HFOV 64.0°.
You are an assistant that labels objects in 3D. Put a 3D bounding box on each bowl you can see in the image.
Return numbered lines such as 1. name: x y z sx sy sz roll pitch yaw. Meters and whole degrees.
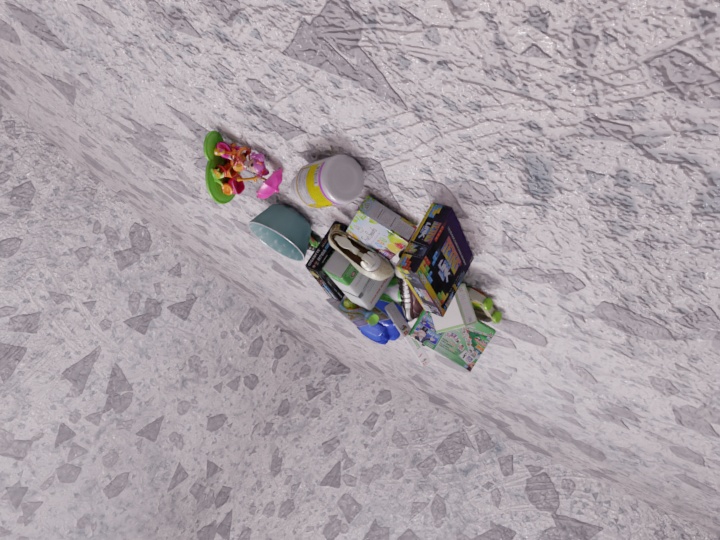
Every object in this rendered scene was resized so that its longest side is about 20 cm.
1. bowl: -0.229 -0.127 1.740 0.200 0.106 0.201 27 163 9

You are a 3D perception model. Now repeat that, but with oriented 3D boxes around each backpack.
1. backpack: 0.070 0.157 1.943 0.162 0.168 0.200 32 169 19

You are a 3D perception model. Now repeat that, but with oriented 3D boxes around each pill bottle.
1. pill bottle: -0.083 -0.194 1.291 0.104 0.105 0.199 39 162 -26

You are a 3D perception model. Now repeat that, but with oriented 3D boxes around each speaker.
1. speaker: 0.078 0.054 1.763 0.199 0.089 0.088 14 157 45

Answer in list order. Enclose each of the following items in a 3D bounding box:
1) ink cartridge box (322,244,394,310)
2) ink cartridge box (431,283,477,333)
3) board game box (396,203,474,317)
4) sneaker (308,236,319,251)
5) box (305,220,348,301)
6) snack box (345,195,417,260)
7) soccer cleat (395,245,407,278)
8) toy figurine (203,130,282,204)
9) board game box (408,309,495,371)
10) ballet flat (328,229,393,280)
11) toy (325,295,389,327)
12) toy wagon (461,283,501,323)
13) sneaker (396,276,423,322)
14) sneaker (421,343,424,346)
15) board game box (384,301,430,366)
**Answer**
1. ink cartridge box: 0.000 0.000 1.633 0.083 0.147 0.200 23 162 36
2. ink cartridge box: 0.213 0.052 1.467 0.145 0.048 0.202 -31 74 66
3. board game box: 0.168 -0.018 1.252 0.056 0.166 0.200 20 161 35
4. sneaker: -0.199 -0.076 1.871 0.077 0.084 0.199 40 162 -31
5. box: -0.065 -0.022 1.662 0.046 0.160 0.200 24 163 30
6. snack box: 0.047 -0.100 1.424 0.142 0.053 0.200 33 165 -2
7. soccer cleat: 0.122 -0.029 1.461 0.077 0.070 0.200 7 164 -19
8. toy figurine: -0.289 -0.261 1.487 0.182 0.151 0.201 8 131 23
9. board game box: 0.250 0.170 1.583 0.199 0.135 0.029 30 -166 1
10. ballet flat: -0.004 -0.039 1.502 0.199 0.068 0.062 33 175 7
11. toy: -0.009 0.100 1.740 0.200 0.114 0.048 39 133 49
12. toy wagon: 0.288 0.078 1.549 0.154 0.040 0.200 15 157 42
13. sneaker: 0.168 0.046 1.630 0.076 0.114 0.202 -111 11 -56
14. sneaker: 0.236 0.177 1.764 0.079 0.130 0.199 36 163 -26
15. board game box: 0.142 0.193 1.732 0.127 0.034 0.200 57 180 39
